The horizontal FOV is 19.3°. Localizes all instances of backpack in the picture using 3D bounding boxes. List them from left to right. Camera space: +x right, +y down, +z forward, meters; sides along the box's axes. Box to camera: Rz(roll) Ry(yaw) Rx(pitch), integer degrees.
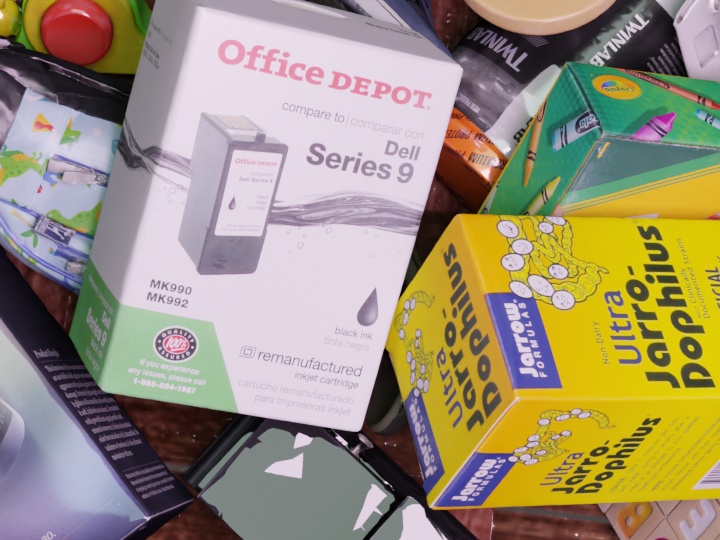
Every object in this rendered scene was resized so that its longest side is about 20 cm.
[{"bbox_3d":[-0.126,-0.039,1.176,0.199,0.163,0.154,10,90,-8],"label":"backpack"}]

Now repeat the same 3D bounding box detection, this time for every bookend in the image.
[{"bbox_3d":[0.001,0.142,1.125,0.200,0.199,0.092,42,84,4],"label":"bookend"}]

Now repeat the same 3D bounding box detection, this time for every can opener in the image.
[{"bbox_3d":[0.221,-0.081,1.171,0.053,0.200,0.067,-39,44,-14],"label":"can opener"}]

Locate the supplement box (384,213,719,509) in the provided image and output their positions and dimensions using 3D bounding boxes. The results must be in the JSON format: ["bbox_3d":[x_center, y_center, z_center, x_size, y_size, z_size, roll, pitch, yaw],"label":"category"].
[{"bbox_3d":[0.128,0.046,1.071,0.199,0.110,0.109,0,55,-25],"label":"supplement box"}]

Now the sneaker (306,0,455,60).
[{"bbox_3d":[0.037,-0.181,1.197,0.146,0.077,0.202,-30,47,-9],"label":"sneaker"}]

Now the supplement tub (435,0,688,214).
[{"bbox_3d":[0.129,-0.117,1.206,0.123,0.123,0.200,44,82,4],"label":"supplement tub"}]

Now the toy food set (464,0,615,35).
[{"bbox_3d":[0.109,-0.227,1.160,0.198,0.049,0.200,-31,59,-17],"label":"toy food set"}]

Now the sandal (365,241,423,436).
[{"bbox_3d":[-0.001,0.000,1.195,0.057,0.080,0.202,3,63,-25],"label":"sandal"}]

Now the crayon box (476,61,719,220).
[{"bbox_3d":[0.126,-0.017,1.142,0.118,0.200,0.058,4,46,-27],"label":"crayon box"}]

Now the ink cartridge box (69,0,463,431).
[{"bbox_3d":[-0.050,-0.034,1.072,0.145,0.084,0.201,10,105,-21],"label":"ink cartridge box"}]

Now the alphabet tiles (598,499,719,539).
[{"bbox_3d":[0.199,0.078,1.157,0.200,0.006,0.167,-54,44,27],"label":"alphabet tiles"}]

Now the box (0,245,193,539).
[{"bbox_3d":[-0.235,0.110,1.142,0.200,0.123,0.199,-39,84,4],"label":"box"}]

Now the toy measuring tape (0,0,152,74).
[{"bbox_3d":[-0.122,-0.151,1.221,0.199,0.074,0.074,2,82,0],"label":"toy measuring tape"}]
